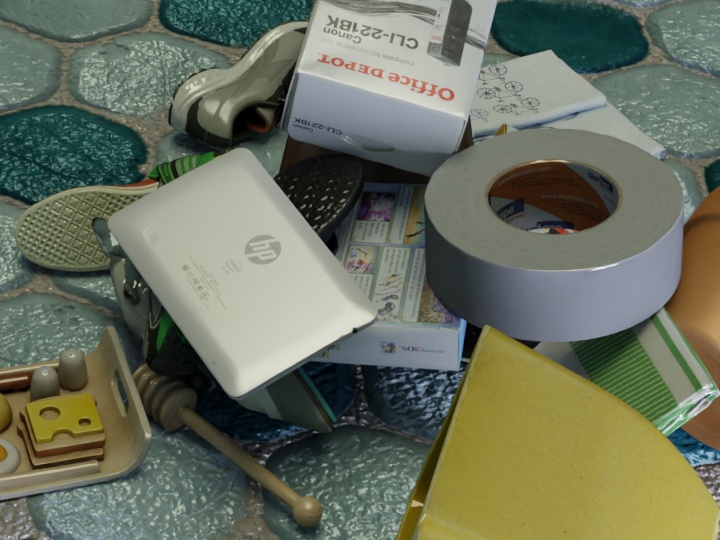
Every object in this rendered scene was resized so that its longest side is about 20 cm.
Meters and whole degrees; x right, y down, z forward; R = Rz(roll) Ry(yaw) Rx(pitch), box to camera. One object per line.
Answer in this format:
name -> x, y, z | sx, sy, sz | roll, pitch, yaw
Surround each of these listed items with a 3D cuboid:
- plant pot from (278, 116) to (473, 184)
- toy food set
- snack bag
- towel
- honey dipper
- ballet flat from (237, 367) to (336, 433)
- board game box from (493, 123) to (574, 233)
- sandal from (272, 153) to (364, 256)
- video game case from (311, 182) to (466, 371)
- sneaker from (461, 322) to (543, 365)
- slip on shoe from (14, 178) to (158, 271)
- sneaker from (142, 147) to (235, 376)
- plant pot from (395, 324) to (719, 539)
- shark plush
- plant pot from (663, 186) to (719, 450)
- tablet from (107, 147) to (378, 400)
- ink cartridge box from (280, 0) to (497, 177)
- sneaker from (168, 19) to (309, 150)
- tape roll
plant pot -> 0.022, -0.141, 1.798 | 0.185, 0.201, 0.187 | 4, 37, -3
toy food set -> -0.270, 0.103, 1.551 | 0.199, 0.061, 0.144 | -9, 39, -17
snack bag -> 0.168, -0.144, 1.972 | 0.188, 0.022, 0.200 | -15, 41, -26
towel -> 0.162, 0.105, 1.537 | 0.200, 0.023, 0.153 | -39, 39, 11
honey dipper -> -0.100, 0.134, 1.551 | 0.200, 0.038, 0.038 | 33, 45, 31
ballet flat -> -0.083, 0.077, 1.623 | 0.063, 0.068, 0.200 | -33, 44, -3
board game box -> 0.175, -0.027, 1.749 | 0.152, 0.040, 0.201 | 27, 34, -13
sandal -> -0.054, -0.014, 1.581 | 0.075, 0.045, 0.201 | 9, 51, 24
video game case -> 0.000, 0.000, 1.624 | 0.180, 0.046, 0.201 | 2, 35, 8
sneaker -> 0.086, 0.052, 1.676 | 0.199, 0.083, 0.072 | 17, 79, 38
slip on shoe -> -0.202, -0.045, 1.764 | 0.199, 0.075, 0.061 | -15, 6, -17
sneaker -> -0.142, -0.003, 1.600 | 0.085, 0.078, 0.201 | -6, 52, 20
plant pot -> 0.126, 0.197, 1.370 | 0.199, 0.196, 0.195 | 22, 44, 1
shark plush -> -0.155, 0.013, 1.636 | 0.083, 0.091, 0.200 | -20, 36, -5
plant pot -> 0.307, 0.049, 1.606 | 0.200, 0.201, 0.140 | 33, 60, 32
tablet -> -0.090, -0.002, 1.529 | 0.130, 0.014, 0.200 | -29, 58, -16
ink cartridge box -> 0.030, -0.191, 1.651 | 0.143, 0.084, 0.201 | 15, 58, -1
sneaker -> -0.091, -0.171, 1.942 | 0.079, 0.074, 0.200 | 36, 52, 22
tape roll -> 0.148, -0.031, 1.562 | 0.199, 0.067, 0.201 | -2, 36, 1
